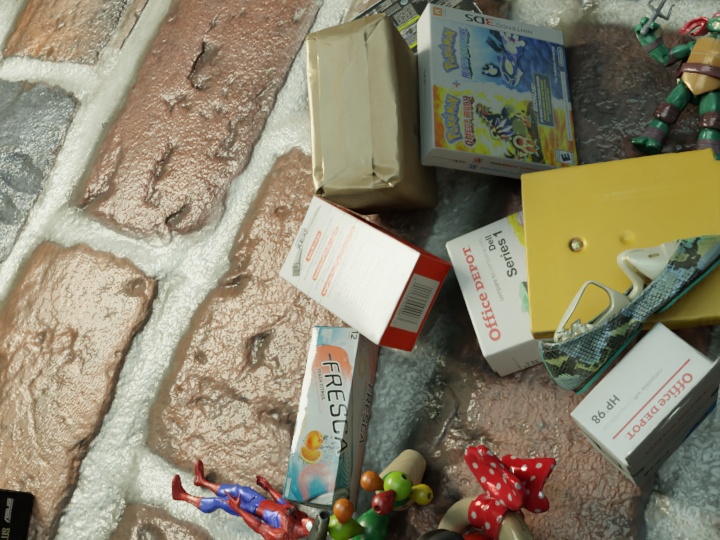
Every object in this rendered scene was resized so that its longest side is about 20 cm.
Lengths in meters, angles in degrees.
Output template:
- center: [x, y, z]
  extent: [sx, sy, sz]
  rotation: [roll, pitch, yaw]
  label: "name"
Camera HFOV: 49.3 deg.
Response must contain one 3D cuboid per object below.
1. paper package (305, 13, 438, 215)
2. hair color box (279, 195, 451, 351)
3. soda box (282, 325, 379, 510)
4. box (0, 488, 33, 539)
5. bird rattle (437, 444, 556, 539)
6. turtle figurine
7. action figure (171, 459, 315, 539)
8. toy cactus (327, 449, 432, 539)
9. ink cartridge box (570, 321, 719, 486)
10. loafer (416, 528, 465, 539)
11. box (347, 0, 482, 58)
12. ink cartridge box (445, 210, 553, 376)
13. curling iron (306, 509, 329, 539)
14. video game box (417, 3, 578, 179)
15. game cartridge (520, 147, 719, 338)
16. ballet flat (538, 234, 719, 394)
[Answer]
- center: [0.018, -0.168, 0.909]
  extent: [0.103, 0.200, 0.192]
  rotation: [-5, 85, 17]
  label: "paper package"
- center: [0.000, 0.000, 0.915]
  extent: [0.200, 0.064, 0.111]
  rotation: [32, 100, 43]
  label: "hair color box"
- center: [-0.031, 0.167, 0.895]
  extent: [0.063, 0.068, 0.201]
  rotation: [0, 69, 24]
  label: "soda box"
- center: [-0.549, 0.373, 1.031]
  extent: [0.199, 0.086, 0.165]
  rotation: [-6, 68, 21]
  label: "box"
- center: [0.127, 0.274, 0.757]
  extent: [0.163, 0.112, 0.201]
  rotation: [-40, 66, 40]
  label: "bird rattle"
- center: [0.377, -0.220, 0.858]
  extent: [0.149, 0.100, 0.201]
  rotation: [18, 93, 43]
  label: "turtle figurine"
- center: [-0.126, 0.268, 0.900]
  extent: [0.199, 0.065, 0.052]
  rotation: [14, 106, 27]
  label: "action figure"
- center: [0.030, 0.250, 0.801]
  extent: [0.102, 0.201, 0.165]
  rotation: [22, 39, 18]
  label: "toy cactus"
- center: [0.260, 0.122, 0.711]
  extent: [0.116, 0.200, 0.067]
  rotation: [-46, 60, 0]
  label: "ink cartridge box"
- center: [0.065, 0.322, 0.740]
  extent: [0.073, 0.201, 0.071]
  rotation: [-9, 24, -21]
  label: "loafer"
- center: [0.067, -0.304, 1.059]
  extent: [0.199, 0.044, 0.161]
  rotation: [-32, 61, 10]
  label: "box"
- center: [0.210, 0.007, 0.846]
  extent: [0.199, 0.084, 0.146]
  rotation: [-23, 63, 13]
  label: "ink cartridge box"
- center: [-0.055, 0.286, 0.798]
  extent: [0.025, 0.200, 0.050]
  rotation: [-7, 56, -16]
  label: "curling iron"
- center: [0.159, -0.207, 0.922]
  extent: [0.181, 0.047, 0.201]
  rotation: [5, 67, -13]
  label: "video game box"
- center: [0.263, -0.026, 0.774]
  extent: [0.199, 0.032, 0.177]
  rotation: [-5, 68, 17]
  label: "game cartridge"
- center: [0.240, 0.022, 0.701]
  extent: [0.200, 0.074, 0.074]
  rotation: [-44, 59, -2]
  label: "ballet flat"
